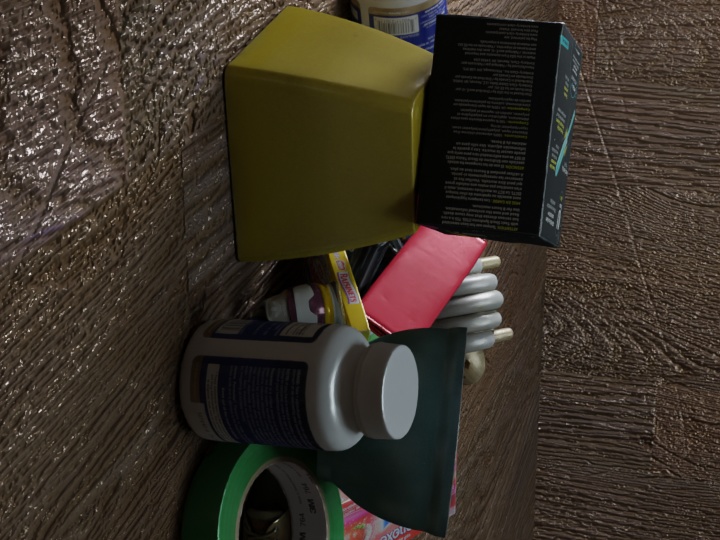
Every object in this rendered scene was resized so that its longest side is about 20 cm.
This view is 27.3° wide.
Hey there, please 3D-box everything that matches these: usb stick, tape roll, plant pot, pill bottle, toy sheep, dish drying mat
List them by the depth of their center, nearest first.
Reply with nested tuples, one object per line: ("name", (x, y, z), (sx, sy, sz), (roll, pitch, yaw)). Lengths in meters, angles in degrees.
("pill bottle", (-0.053, 0.103, 1.329), (0.111, 0.197, 0.113), (2, 90, -65))
("tape roll", (-0.091, 0.255, 1.430), (0.199, 0.048, 0.204), (13, 74, -54))
("plant pot", (0.028, 0.149, 1.433), (0.200, 0.132, 0.204), (6, 90, -88))
("plant pot", (-0.014, -0.131, 1.463), (0.200, 0.174, 0.203), (-58, 150, -58))
("usb stick", (0.000, 0.000, 1.591), (0.056, 0.032, 0.201), (-56, 175, -32))
("dish drying mat", (0.067, 0.009, 1.612), (0.200, 0.076, 0.018), (-51, 175, -42))
("pill bottle", (0.049, -0.266, 1.772), (0.116, 0.114, 0.202), (-68, 159, -47))
("toy sheep", (0.111, 0.038, 1.785), (0.138, 0.136, 0.203), (5, 71, -75))

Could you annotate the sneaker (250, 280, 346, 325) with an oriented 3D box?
("sneaker", (-0.077, 0.063, 1.529), (0.200, 0.089, 0.076), (118, -35, -62))

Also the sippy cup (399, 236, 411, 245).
("sippy cup", (0.027, -0.071, 1.733), (0.140, 0.128, 0.180), (-63, 155, -53))

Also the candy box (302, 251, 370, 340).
("candy box", (-0.027, 0.032, 1.563), (0.201, 0.026, 0.103), (-109, -157, -46))

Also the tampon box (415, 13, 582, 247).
("tampon box", (0.136, -0.132, 1.446), (0.150, 0.124, 0.203), (13, 84, -75))

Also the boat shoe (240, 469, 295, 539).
("boat shoe", (-0.095, 0.261, 1.527), (0.074, 0.075, 0.203), (35, 55, -65))

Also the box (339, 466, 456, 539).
("box", (0.009, 0.254, 1.690), (0.198, 0.102, 0.096), (-20, 119, -40))

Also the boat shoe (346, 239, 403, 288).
("boat shoe", (0.010, -0.032, 1.655), (0.201, 0.068, 0.057), (54, 19, -18))

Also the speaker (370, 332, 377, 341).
("speaker", (0.037, 0.130, 1.794), (0.201, 0.088, 0.089), (58, 31, -21))
